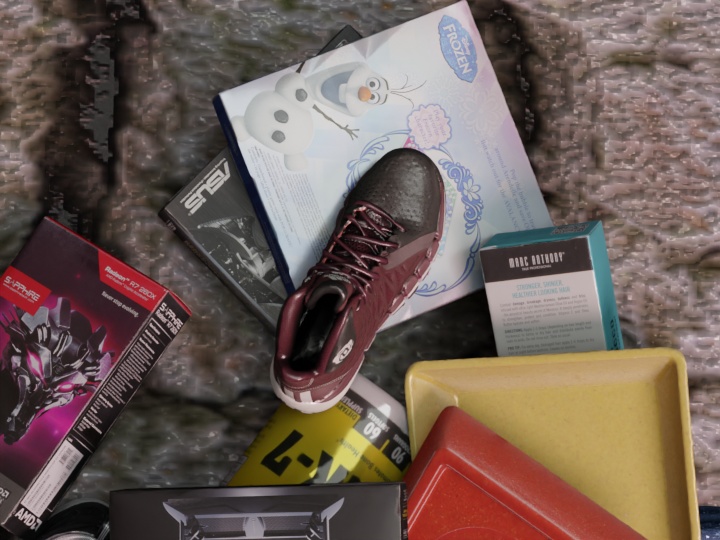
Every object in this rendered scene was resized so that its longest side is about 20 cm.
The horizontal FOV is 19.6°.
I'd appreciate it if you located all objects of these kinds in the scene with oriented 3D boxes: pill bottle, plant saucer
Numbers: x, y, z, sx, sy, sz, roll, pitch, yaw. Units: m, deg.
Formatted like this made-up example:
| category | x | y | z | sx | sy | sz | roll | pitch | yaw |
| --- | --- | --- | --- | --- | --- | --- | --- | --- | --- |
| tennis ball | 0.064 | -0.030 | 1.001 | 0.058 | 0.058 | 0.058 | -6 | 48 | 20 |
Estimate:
| category | x | y | z | sx | sy | sz | roll | pitch | yaw |
| --- | --- | --- | --- | --- | --- | --- | --- | --- | --- |
| pill bottle | -0.044 | 0.172 | 1.480 | 0.114 | 0.114 | 0.200 | 38 | 78 | -6 |
| plant saucer | 0.138 | 0.154 | 1.434 | 0.198 | 0.048 | 0.202 | -4 | 94 | 20 |
| plant saucer | 0.082 | 0.226 | 1.395 | 0.199 | 0.037 | 0.201 | 34 | 102 | 22 |

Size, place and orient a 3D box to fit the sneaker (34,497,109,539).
| category | x | y | z | sx | sy | sz | roll | pitch | yaw |
| --- | --- | --- | --- | --- | --- | --- | --- | --- | --- |
| sneaker | -0.230 | 0.244 | 1.433 | 0.075 | 0.114 | 0.201 | 36 | 78 | -6 |

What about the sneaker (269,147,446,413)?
| category | x | y | z | sx | sy | sz | roll | pitch | yaw |
| --- | --- | --- | --- | --- | --- | --- | --- | --- | --- |
| sneaker | 0.000 | 0.000 | 1.405 | 0.075 | 0.116 | 0.201 | 24 | 81 | 8 |

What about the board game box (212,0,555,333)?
| category | x | y | z | sx | sy | sz | roll | pitch | yaw |
| --- | --- | --- | --- | --- | --- | --- | --- | --- | --- |
| board game box | 0.021 | -0.067 | 1.503 | 0.198 | 0.043 | 0.201 | -22 | 91 | -13 |

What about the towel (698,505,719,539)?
| category | x | y | z | sx | sy | sz | roll | pitch | yaw |
| --- | --- | --- | --- | --- | --- | --- | --- | --- | --- |
| towel | 0.207 | 0.261 | 1.516 | 0.111 | 0.049 | 0.201 | 2 | 117 | -14 |

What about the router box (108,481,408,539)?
| category | x | y | z | sx | sy | sz | roll | pitch | yaw |
| --- | --- | --- | --- | --- | --- | --- | --- | --- | --- |
| router box | -0.065 | 0.222 | 1.384 | 0.198 | 0.052 | 0.159 | -2 | 85 | 6 |

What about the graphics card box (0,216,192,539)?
| category | x | y | z | sx | sy | sz | roll | pitch | yaw |
| --- | --- | --- | --- | --- | --- | --- | --- | --- | --- |
| graphics card box | -0.226 | 0.074 | 1.456 | 0.125 | 0.051 | 0.201 | 30 | 79 | 26 |

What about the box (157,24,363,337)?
| category | x | y | z | sx | sy | sz | roll | pitch | yaw |
| --- | --- | --- | --- | --- | --- | --- | --- | --- | --- |
| box | -0.026 | -0.055 | 1.539 | 0.200 | 0.048 | 0.158 | -45 | 94 | -12 |

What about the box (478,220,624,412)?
| category | x | y | z | sx | sy | sz | roll | pitch | yaw |
| --- | --- | --- | --- | --- | --- | --- | --- | --- | --- |
| box | 0.145 | 0.071 | 1.474 | 0.082 | 0.049 | 0.202 | -7 | 102 | 20 |
